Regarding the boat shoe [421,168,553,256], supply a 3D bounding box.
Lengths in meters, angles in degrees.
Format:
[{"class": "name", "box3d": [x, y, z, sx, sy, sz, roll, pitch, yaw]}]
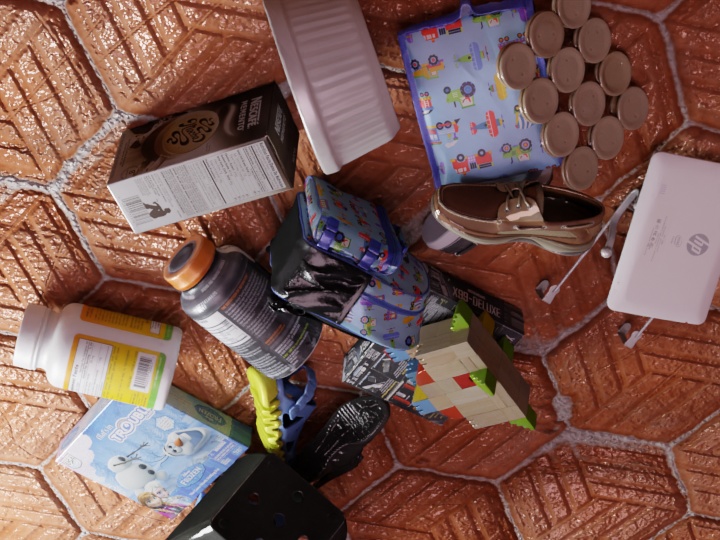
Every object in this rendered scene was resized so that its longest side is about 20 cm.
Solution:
[{"class": "boat shoe", "box3d": [0.161, -0.072, 1.650, 0.066, 0.070, 0.200, 27, 134, -32]}]

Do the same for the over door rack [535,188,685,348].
[{"class": "over door rack", "box3d": [0.335, 0.009, 1.714, 0.148, 0.067, 0.200, 28, 125, -18]}]

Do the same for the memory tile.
[{"class": "memory tile", "box3d": [0.233, -0.200, 1.517, 0.017, 0.153, 0.200, 14, 148, 54]}]

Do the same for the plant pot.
[{"class": "plant pot", "box3d": [-0.129, 0.356, 1.855, 0.199, 0.200, 0.177, 41, 147, 3]}]

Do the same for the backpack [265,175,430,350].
[{"class": "backpack", "box3d": [0.000, 0.000, 1.648, 0.200, 0.183, 0.135, 26, 110, -15]}]

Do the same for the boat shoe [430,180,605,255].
[{"class": "boat shoe", "box3d": [0.176, -0.072, 1.537, 0.200, 0.076, 0.072, 6, 146, -17]}]

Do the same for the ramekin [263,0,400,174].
[{"class": "ramekin", "box3d": [-0.026, -0.210, 1.477, 0.094, 0.203, 0.203, -19, 127, 2]}]

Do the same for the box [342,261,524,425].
[{"class": "box", "box3d": [0.093, 0.099, 1.809, 0.157, 0.050, 0.200, 25, 126, -17]}]

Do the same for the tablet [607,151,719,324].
[{"class": "tablet", "box3d": [0.378, -0.036, 1.651, 0.130, 0.014, 0.200, 10, 110, -12]}]

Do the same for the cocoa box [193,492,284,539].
[{"class": "cocoa box", "box3d": [-0.197, 0.433, 2.023, 0.133, 0.131, 0.200, 13, 139, -12]}]

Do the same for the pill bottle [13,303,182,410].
[{"class": "pill bottle", "box3d": [-0.338, 0.105, 1.795, 0.200, 0.111, 0.111, 14, 129, -8]}]

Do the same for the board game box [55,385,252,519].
[{"class": "board game box", "box3d": [-0.289, 0.243, 1.950, 0.199, 0.043, 0.200, 32, 124, -21]}]

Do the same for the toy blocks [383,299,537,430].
[{"class": "toy blocks", "box3d": [0.117, 0.135, 1.757, 0.136, 0.100, 0.200, -18, 128, 31]}]

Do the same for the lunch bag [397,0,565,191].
[{"class": "lunch bag", "box3d": [0.133, -0.205, 1.539, 0.150, 0.094, 0.200, -11, 122, 10]}]

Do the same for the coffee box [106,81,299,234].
[{"class": "coffee box", "box3d": [-0.177, -0.128, 1.596, 0.200, 0.113, 0.080, -16, 127, 14]}]

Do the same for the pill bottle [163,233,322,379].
[{"class": "pill bottle", "box3d": [-0.150, 0.040, 1.736, 0.106, 0.106, 0.200, -34, 120, 27]}]

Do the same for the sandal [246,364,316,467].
[{"class": "sandal", "box3d": [-0.096, 0.195, 1.884, 0.087, 0.080, 0.200, -21, 141, -17]}]

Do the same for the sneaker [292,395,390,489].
[{"class": "sneaker", "box3d": [-0.023, 0.238, 1.913, 0.200, 0.060, 0.104, -43, 161, 16]}]
